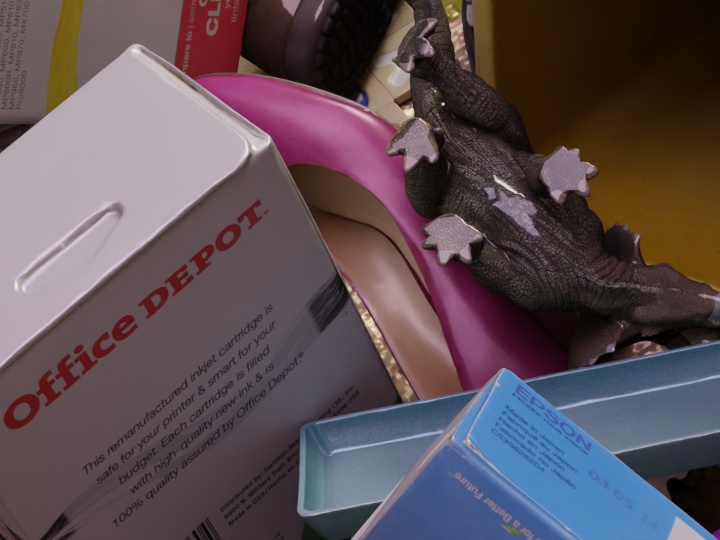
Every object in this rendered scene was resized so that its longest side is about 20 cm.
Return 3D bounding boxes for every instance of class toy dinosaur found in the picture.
[{"bbox_3d":[0.047,-0.030,0.974,0.077,0.102,0.200,-43,65,-4],"label":"toy dinosaur"}]

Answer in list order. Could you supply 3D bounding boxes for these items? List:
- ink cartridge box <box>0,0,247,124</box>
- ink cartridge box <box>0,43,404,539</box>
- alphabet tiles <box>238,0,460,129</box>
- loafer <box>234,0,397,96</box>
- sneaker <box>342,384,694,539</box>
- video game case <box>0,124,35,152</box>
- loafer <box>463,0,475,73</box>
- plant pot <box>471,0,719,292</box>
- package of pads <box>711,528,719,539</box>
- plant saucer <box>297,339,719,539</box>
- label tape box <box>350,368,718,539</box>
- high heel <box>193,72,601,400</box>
[{"bbox_3d":[-0.159,-0.111,1.071,0.145,0.200,0.083,17,103,31],"label":"ink cartridge box"},{"bbox_3d":[-0.076,0.040,0.959,0.146,0.200,0.084,-41,51,-14],"label":"ink cartridge box"},{"bbox_3d":[-0.064,-0.064,1.163,0.200,0.006,0.166,-34,50,-7],"label":"alphabet tiles"},{"bbox_3d":[-0.006,-0.163,1.165,0.071,0.073,0.200,14,54,22],"label":"loafer"},{"bbox_3d":[0.040,0.098,0.944,0.090,0.066,0.200,42,74,4],"label":"sneaker"},{"bbox_3d":[-0.135,-0.008,1.129,0.143,0.018,0.200,-10,52,12],"label":"video game case"},{"bbox_3d":[0.075,-0.154,1.135,0.072,0.063,0.200,-4,52,18],"label":"loafer"},{"bbox_3d":[0.176,-0.118,1.004,0.194,0.196,0.200,20,44,30],"label":"plant pot"},{"bbox_3d":[0.207,0.137,0.868,0.120,0.076,0.200,-36,51,-13],"label":"package of pads"},{"bbox_3d":[0.078,0.055,0.922,0.200,0.019,0.070,-13,23,5],"label":"plant saucer"},{"bbox_3d":[0.035,0.151,0.856,0.144,0.200,0.063,39,27,0],"label":"label tape box"},{"bbox_3d":[0.000,0.000,1.019,0.200,0.067,0.096,29,57,12],"label":"high heel"}]
